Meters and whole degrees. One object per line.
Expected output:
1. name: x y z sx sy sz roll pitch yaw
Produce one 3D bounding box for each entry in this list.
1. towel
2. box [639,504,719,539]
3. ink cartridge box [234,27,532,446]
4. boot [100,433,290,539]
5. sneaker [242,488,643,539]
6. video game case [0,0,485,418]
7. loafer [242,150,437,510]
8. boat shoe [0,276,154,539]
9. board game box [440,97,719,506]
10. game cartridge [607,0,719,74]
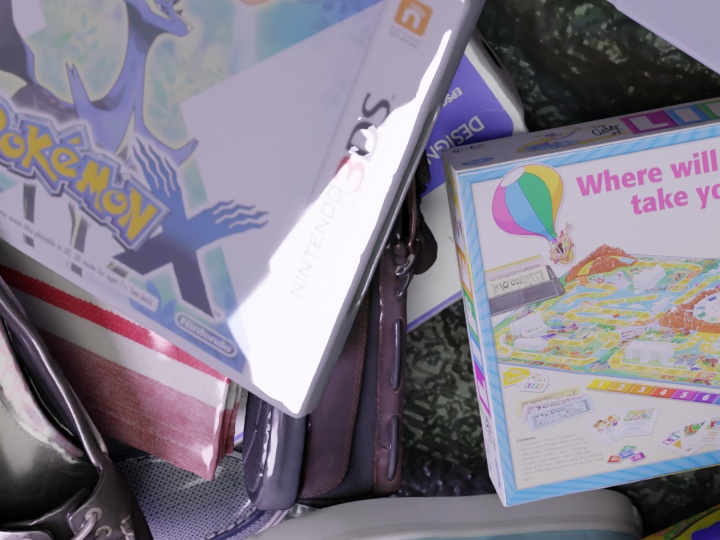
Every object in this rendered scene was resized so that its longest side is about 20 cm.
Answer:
1. towel: -0.097 -0.030 0.998 0.144 0.023 0.200 23 122 16
2. box: 0.175 0.191 0.995 0.200 0.122 0.193 -21 107 -17
3. ink cartridge box: -0.045 -0.053 1.030 0.198 0.043 0.200 -33 99 17
4. boot: -0.122 0.112 1.075 0.200 0.090 0.073 -16 105 14
5. sneaker: 0.024 0.136 1.025 0.200 0.082 0.074 -8 147 -12
6. video game case: -0.072 -0.069 0.935 0.200 0.022 0.182 31 122 14
7. loafer: 0.000 0.000 0.992 0.063 0.072 0.200 5 116 -14
8. boat shoe: -0.134 0.066 1.003 0.067 0.057 0.200 -28 100 -5
9. board game box: 0.139 0.004 0.997 0.200 0.034 0.135 -10 108 -5
10. game cartridge: 0.174 -0.147 0.869 0.133 0.041 0.200 37 109 22
